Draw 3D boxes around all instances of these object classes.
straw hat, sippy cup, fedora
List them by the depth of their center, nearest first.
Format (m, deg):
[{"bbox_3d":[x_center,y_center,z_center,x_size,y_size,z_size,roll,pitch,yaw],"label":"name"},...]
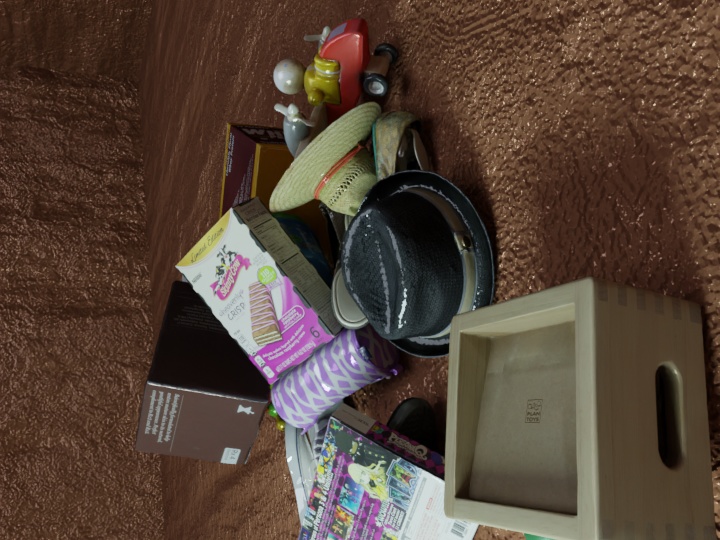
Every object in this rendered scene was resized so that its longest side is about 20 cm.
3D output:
[{"bbox_3d":[0.039,-0.002,0.665,0.200,0.091,0.201,8,102,40],"label":"fedora"},{"bbox_3d":[-0.012,-0.112,0.807,0.085,0.201,0.201,46,143,5],"label":"straw hat"},{"bbox_3d":[-0.104,0.000,0.929,0.130,0.177,0.140,43,115,59],"label":"sippy cup"}]

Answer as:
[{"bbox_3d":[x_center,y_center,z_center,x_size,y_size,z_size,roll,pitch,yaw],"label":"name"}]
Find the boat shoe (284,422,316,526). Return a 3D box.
[{"bbox_3d":[-0.065,0.314,0.979,0.071,0.070,0.201,74,-178,-71],"label":"boat shoe"}]

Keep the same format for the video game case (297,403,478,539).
[{"bbox_3d":[0.030,0.267,0.699,0.181,0.036,0.200,23,118,19],"label":"video game case"}]

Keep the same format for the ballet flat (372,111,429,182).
[{"bbox_3d":[0.050,-0.087,0.756,0.071,0.071,0.201,0,92,64],"label":"ballet flat"}]

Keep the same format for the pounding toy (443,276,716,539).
[{"bbox_3d":[0.156,0.131,0.476,0.184,0.142,0.201,-27,55,61],"label":"pounding toy"}]

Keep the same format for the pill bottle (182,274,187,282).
[{"bbox_3d":[-0.190,0.027,1.084,0.110,0.199,0.110,-179,90,-65],"label":"pill bottle"}]

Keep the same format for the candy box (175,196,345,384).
[{"bbox_3d":[-0.123,0.027,0.823,0.136,0.061,0.200,-39,89,33],"label":"candy box"}]

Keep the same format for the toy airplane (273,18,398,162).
[{"bbox_3d":[-0.050,-0.231,0.860,0.200,0.141,0.200,-107,39,-76],"label":"toy airplane"}]

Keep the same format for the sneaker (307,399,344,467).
[{"bbox_3d":[-0.038,0.240,0.940,0.082,0.075,0.200,93,165,-48],"label":"sneaker"}]

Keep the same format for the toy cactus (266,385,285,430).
[{"bbox_3d":[-0.130,0.176,1.100,0.200,0.102,0.166,177,104,-75],"label":"toy cactus"}]

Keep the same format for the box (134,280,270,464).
[{"bbox_3d":[-0.225,0.150,0.963,0.200,0.164,0.166,-93,21,-49],"label":"box"}]

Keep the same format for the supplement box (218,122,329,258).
[{"bbox_3d":[-0.139,-0.122,1.058,0.200,0.132,0.198,40,126,57],"label":"supplement box"}]

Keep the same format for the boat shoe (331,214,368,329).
[{"bbox_3d":[0.000,0.000,0.823,0.057,0.067,0.200,95,180,-50],"label":"boat shoe"}]

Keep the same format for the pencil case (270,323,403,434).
[{"bbox_3d":[-0.033,0.136,0.845,0.200,0.084,0.086,-38,89,36],"label":"pencil case"}]

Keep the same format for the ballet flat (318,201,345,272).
[{"bbox_3d":[-0.030,-0.024,0.929,0.067,0.046,0.201,150,117,-62],"label":"ballet flat"}]

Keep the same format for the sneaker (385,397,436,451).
[{"bbox_3d":[0.027,0.219,0.775,0.114,0.076,0.200,44,134,48],"label":"sneaker"}]
